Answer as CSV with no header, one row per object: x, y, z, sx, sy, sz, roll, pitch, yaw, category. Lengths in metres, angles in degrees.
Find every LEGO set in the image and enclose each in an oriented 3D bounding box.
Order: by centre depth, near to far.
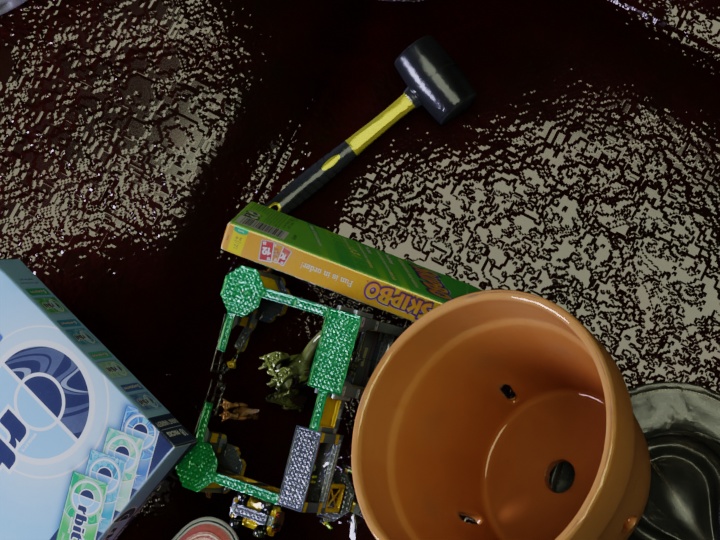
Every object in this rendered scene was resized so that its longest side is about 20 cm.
-0.040,0.097,1.176,0.153,0.116,0.202,5,84,29,LEGO set

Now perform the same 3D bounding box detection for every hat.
0.236,0.177,1.144,0.199,0.081,0.202,0,80,2,hat

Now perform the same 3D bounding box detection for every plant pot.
0.113,0.129,1.095,0.199,0.140,0.202,-14,65,31,plant pot

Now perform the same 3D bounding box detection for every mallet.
0.005,-0.092,1.230,0.066,0.041,0.200,44,90,7,mallet

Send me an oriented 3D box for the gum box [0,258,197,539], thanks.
-0.246,0.121,1.167,0.200,0.045,0.170,43,103,13,gum box

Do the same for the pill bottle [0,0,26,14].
-0.329,-0.306,1.243,0.113,0.113,0.201,-32,79,-3,pill bottle

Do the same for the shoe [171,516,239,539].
-0.144,0.274,1.142,0.071,0.091,0.201,24,82,7,shoe

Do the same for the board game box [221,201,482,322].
0.000,0.000,1.174,0.199,0.096,0.030,18,103,2,board game box
